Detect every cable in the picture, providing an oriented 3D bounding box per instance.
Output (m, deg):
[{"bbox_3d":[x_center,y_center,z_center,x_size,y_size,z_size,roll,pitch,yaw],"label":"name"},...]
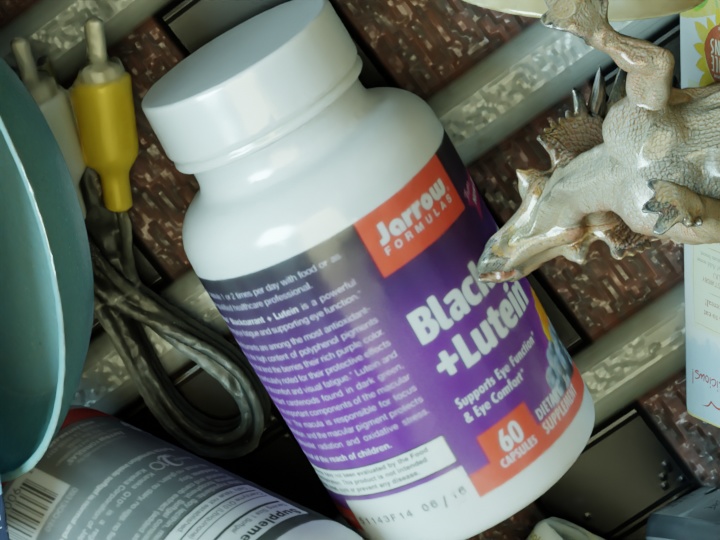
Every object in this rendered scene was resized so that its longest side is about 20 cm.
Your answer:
[{"bbox_3d":[-0.109,-0.001,0.994,0.097,0.050,0.201,-19,107,11],"label":"cable"}]

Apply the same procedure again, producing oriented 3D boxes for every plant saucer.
[{"bbox_3d":[-0.156,-0.019,0.944,0.036,0.199,0.201,-22,115,-35],"label":"plant saucer"}]

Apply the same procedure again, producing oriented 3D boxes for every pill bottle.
[{"bbox_3d":[0.000,0.000,0.959,0.111,0.112,0.201,-27,108,11],"label":"pill bottle"},{"bbox_3d":[-0.060,0.138,0.967,0.199,0.116,0.117,22,114,30],"label":"pill bottle"}]

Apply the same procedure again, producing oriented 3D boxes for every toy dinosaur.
[{"bbox_3d":[0.134,-0.041,0.864,0.199,0.136,0.086,2,81,14],"label":"toy dinosaur"}]

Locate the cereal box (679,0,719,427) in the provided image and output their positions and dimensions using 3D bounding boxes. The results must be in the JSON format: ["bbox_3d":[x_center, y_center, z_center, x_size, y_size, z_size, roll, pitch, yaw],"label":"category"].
[{"bbox_3d":[0.180,-0.020,0.936,0.039,0.144,0.201,-18,115,-31],"label":"cereal box"}]

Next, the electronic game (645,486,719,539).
[{"bbox_3d":[0.208,0.120,0.960,0.199,0.200,0.042,13,85,-3],"label":"electronic game"}]

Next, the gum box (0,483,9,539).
[{"bbox_3d":[-0.203,0.003,0.942,0.044,0.170,0.201,-20,115,-32],"label":"gum box"}]

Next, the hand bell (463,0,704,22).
[{"bbox_3d":[0.081,-0.199,0.882,0.103,0.104,0.201,2,113,1],"label":"hand bell"}]

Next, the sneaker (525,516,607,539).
[{"bbox_3d":[0.046,0.150,1.041,0.199,0.074,0.116,9,109,-12],"label":"sneaker"}]
